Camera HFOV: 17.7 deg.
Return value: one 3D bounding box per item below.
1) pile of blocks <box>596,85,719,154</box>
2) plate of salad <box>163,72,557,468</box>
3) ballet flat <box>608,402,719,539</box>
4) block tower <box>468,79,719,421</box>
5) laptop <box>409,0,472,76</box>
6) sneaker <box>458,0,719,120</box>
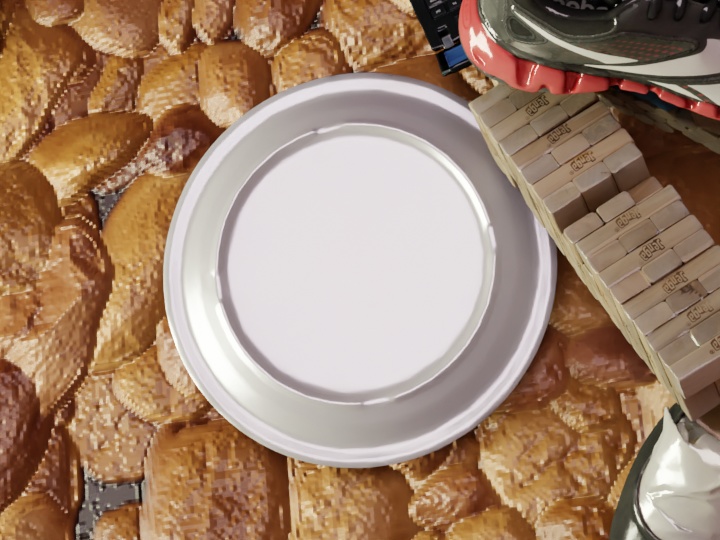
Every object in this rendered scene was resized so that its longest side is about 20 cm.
[{"bbox_3d":[0.169,-0.101,1.129,0.199,0.082,0.062,22,79,22],"label":"pile of blocks"},{"bbox_3d":[0.000,0.000,1.162,0.199,0.048,0.201,-2,79,8],"label":"plate of salad"},{"bbox_3d":[0.172,0.072,1.077,0.068,0.068,0.201,29,82,20],"label":"ballet flat"},{"bbox_3d":[0.121,-0.020,1.074,0.054,0.058,0.200,-33,53,0],"label":"block tower"},{"bbox_3d":[0.095,-0.190,1.159,0.176,0.103,0.201,-25,62,4],"label":"laptop"},{"bbox_3d":[0.144,-0.115,1.013,0.199,0.098,0.071,7,66,2],"label":"sneaker"}]
